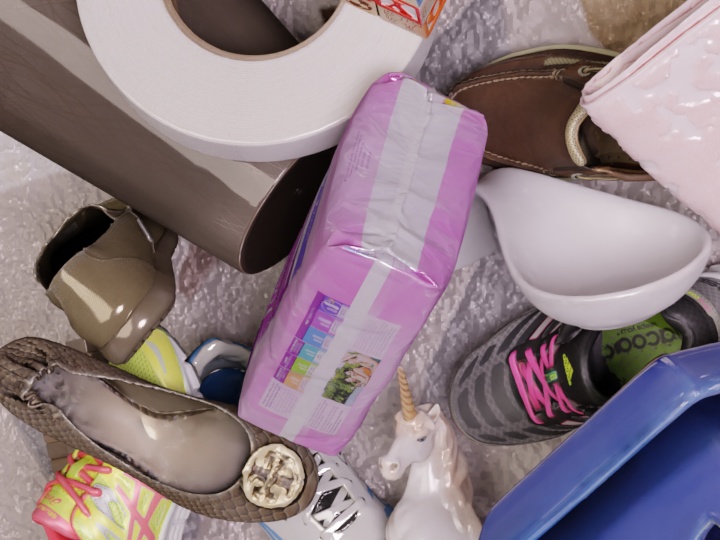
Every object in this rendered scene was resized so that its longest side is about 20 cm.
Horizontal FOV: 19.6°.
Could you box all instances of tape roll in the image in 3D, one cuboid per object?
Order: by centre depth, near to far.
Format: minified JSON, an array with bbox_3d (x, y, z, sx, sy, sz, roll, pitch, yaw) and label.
[{"bbox_3d":[-0.055,-0.160,1.134,0.201,0.037,0.204,-1,78,5],"label":"tape roll"}]

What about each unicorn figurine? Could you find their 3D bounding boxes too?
[{"bbox_3d":[0.049,0.164,1.167,0.200,0.074,0.138,37,80,-15],"label":"unicorn figurine"}]

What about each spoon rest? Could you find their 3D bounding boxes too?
[{"bbox_3d":[0.100,-0.015,1.084,0.200,0.099,0.061,17,128,58],"label":"spoon rest"}]

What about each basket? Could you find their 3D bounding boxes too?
[{"bbox_3d":[-0.105,-0.101,1.209,0.200,0.136,0.181,40,89,16],"label":"basket"}]

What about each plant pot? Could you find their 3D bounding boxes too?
[{"bbox_3d":[0.187,0.144,1.020,0.200,0.199,0.180,-48,65,36],"label":"plant pot"}]

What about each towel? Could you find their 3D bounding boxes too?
[{"bbox_3d":[0.238,-0.072,0.994,0.200,0.032,0.191,40,122,-21],"label":"towel"}]

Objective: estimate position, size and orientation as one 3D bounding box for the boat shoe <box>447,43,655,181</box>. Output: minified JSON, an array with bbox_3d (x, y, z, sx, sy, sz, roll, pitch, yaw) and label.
[{"bbox_3d":[0.124,-0.082,1.101,0.201,0.075,0.075,2,98,32],"label":"boat shoe"}]

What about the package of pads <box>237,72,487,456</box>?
[{"bbox_3d":[0.000,0.000,1.116,0.075,0.121,0.200,22,145,-4],"label":"package of pads"}]

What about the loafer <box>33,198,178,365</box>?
[{"bbox_3d":[-0.151,-0.009,1.227,0.067,0.200,0.076,42,91,-18],"label":"loafer"}]

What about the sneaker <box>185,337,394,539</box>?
[{"bbox_3d":[-0.039,0.121,1.226,0.072,0.073,0.200,-41,70,-9],"label":"sneaker"}]

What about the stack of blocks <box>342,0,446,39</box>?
[{"bbox_3d":[0.048,-0.232,1.060,0.058,0.115,0.201,25,84,9],"label":"stack of blocks"}]

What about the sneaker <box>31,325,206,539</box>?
[{"bbox_3d":[-0.147,0.127,1.224,0.078,0.090,0.202,12,97,53],"label":"sneaker"}]

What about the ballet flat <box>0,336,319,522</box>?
[{"bbox_3d":[-0.117,0.089,1.177,0.199,0.046,0.068,25,84,-2],"label":"ballet flat"}]

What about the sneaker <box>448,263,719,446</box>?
[{"bbox_3d":[0.120,0.049,1.115,0.199,0.087,0.074,-20,86,33],"label":"sneaker"}]

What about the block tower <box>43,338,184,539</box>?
[{"bbox_3d":[-0.155,0.141,1.319,0.058,0.054,0.201,-12,90,32],"label":"block tower"}]
